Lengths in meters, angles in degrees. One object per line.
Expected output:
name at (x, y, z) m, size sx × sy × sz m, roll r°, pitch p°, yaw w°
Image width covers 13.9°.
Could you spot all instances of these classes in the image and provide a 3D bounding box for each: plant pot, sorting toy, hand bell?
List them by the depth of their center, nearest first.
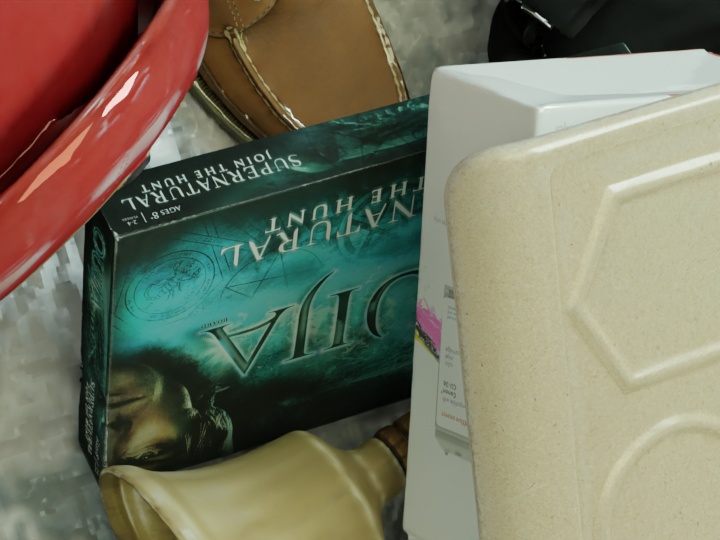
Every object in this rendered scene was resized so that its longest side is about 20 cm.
plant pot at (-0.162, -0.081, 0.928) m, size 0.183 × 0.200 × 0.201 m, roll 48°, pitch 72°, yaw -16°
sorting toy at (0.122, 0.027, 0.944) m, size 0.199 × 0.036 × 0.186 m, roll -15°, pitch 110°, yaw -23°
hand bell at (0.019, 0.061, 1.032) m, size 0.199 × 0.104 × 0.105 m, roll -33°, pitch 98°, yaw -18°

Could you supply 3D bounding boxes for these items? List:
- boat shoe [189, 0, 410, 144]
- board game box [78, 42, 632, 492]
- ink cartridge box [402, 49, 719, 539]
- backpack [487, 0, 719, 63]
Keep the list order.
boat shoe at (-0.041, -0.115, 1.043) m, size 0.072 × 0.068 × 0.201 m, roll -38°, pitch 100°, yaw -20°
board game box at (0.000, 0.000, 1.022) m, size 0.199 × 0.136 × 0.028 m, roll -16°, pitch 52°, yaw -20°
ink cartridge box at (0.081, 0.034, 0.978) m, size 0.116 × 0.067 × 0.201 m, roll -6°, pitch 108°, yaw -30°
backpack at (0.124, -0.161, 1.063) m, size 0.166 × 0.127 × 0.201 m, roll 1°, pitch 108°, yaw -13°
